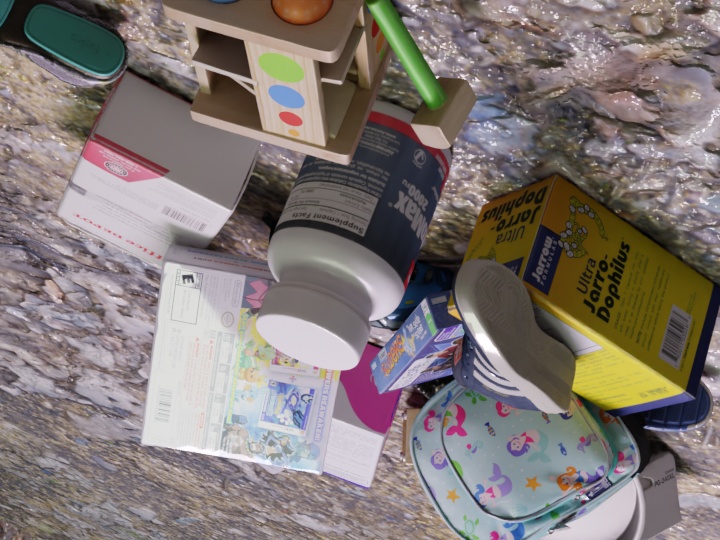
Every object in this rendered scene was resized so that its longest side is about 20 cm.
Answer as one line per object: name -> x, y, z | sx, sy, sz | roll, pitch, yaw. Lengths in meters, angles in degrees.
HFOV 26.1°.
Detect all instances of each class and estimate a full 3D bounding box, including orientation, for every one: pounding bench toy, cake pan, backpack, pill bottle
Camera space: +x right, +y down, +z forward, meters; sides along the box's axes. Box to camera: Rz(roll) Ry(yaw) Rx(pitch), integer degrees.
pounding bench toy -> -0.016, -0.170, 1.073 | 0.198, 0.125, 0.156 | 17, 155, 11
cake pan -> 0.192, 0.225, 1.573 | 0.198, 0.037, 0.203 | 7, 114, 16
backpack -> 0.147, 0.160, 1.436 | 0.199, 0.179, 0.150 | -35, 167, 19
pill bottle -> -0.009, -0.027, 1.270 | 0.118, 0.202, 0.120 | 18, 157, 8

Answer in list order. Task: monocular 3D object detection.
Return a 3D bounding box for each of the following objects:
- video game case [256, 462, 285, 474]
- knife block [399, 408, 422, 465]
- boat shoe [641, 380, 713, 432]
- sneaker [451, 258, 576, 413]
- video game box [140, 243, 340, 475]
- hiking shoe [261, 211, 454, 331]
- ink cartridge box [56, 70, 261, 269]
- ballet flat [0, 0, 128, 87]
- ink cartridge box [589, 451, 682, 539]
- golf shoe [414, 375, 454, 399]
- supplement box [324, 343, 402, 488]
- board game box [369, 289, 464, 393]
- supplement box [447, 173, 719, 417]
video game case -> -0.137, 0.088, 1.637 | 0.022, 0.202, 0.182 | -24, 134, 25
knife block -> 0.134, 0.191, 1.758 | 0.173, 0.065, 0.200 | 3, 174, 0
boat shoe -> 0.249, 0.113, 1.519 | 0.198, 0.073, 0.072 | 16, 167, 21
sneaker -> 0.100, 0.059, 1.239 | 0.084, 0.076, 0.200 | 0, 148, 31
video game box -> -0.107, 0.085, 1.474 | 0.180, 0.047, 0.202 | 11, 114, 0
hiking shoe -> 0.000, 0.000, 1.480 | 0.198, 0.075, 0.087 | 9, 142, 10
ink cartridge box -> -0.192, -0.084, 1.453 | 0.145, 0.085, 0.200 | 27, 154, -10
ballet flat -> -0.289, -0.212, 1.296 | 0.199, 0.073, 0.072 | 30, 155, -14
ink cartridge box -> 0.232, 0.255, 1.713 | 0.144, 0.084, 0.199 | -16, -172, -43
golf shoe -> 0.136, 0.129, 1.630 | 0.198, 0.078, 0.088 | 18, 161, 10
supplement box -> -0.012, 0.164, 1.794 | 0.102, 0.102, 0.200 | 19, 156, 5
board game box -> 0.098, 0.058, 1.465 | 0.134, 0.035, 0.200 | -14, 164, -20
supplement box -> 0.192, 0.025, 1.320 | 0.199, 0.110, 0.109 | 32, 153, -22
